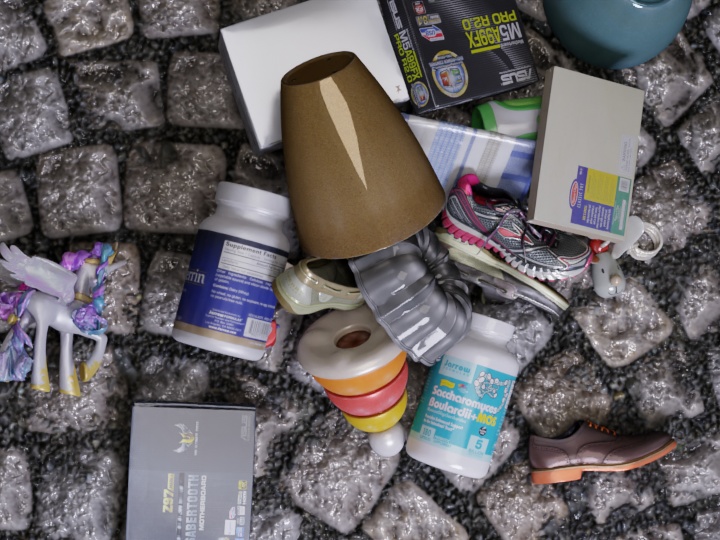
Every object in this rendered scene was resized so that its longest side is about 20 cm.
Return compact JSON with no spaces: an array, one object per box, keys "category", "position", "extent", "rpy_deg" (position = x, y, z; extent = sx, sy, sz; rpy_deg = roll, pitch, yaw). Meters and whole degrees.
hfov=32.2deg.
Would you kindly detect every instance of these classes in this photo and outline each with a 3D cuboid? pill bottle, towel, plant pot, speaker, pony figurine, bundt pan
[{"category":"pill bottle","position":[-0.150,0.000,1.513],"extent":[0.115,0.116,0.201],"rpy_deg":[15,86,-8]},{"category":"towel","position":[0.122,-0.131,1.603],"extent":[0.199,0.147,0.024],"rpy_deg":[10,45,-7]},{"category":"plant pot","position":[0.352,-0.373,1.627],"extent":[0.199,0.135,0.201],"rpy_deg":[0,90,-8]},{"category":"plant pot","position":[-0.018,-0.147,1.464],"extent":[0.186,0.186,0.201],"rpy_deg":[-25,115,-8]},{"category":"pill bottle","position":[0.136,0.157,1.603],"extent":[0.110,0.111,0.201],"rpy_deg":[17,87,-7]},{"category":"speaker","position":[0.250,-0.190,1.633],"extent":[0.199,0.088,0.089],"rpy_deg":[-8,90,-8]},{"category":"pony figurine","position":[-0.386,0.044,1.526],"extent":[0.193,0.166,0.201],"rpy_deg":[18,83,-40]},{"category":"bundt pan","position":[0.069,0.011,1.528],"extent":[0.076,0.202,0.202],"rpy_deg":[-33,94,19]}]

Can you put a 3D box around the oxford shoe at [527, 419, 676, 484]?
[{"category":"oxford shoe","position":[0.319,0.230,1.650],"extent":[0.199,0.071,0.073],"rpy_deg":[-10,86,-8]}]

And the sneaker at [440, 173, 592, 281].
[{"category":"sneaker","position":[0.199,-0.052,1.577],"extent":[0.199,0.081,0.075],"rpy_deg":[23,131,8]}]

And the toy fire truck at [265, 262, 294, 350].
[{"category":"toy fire truck","position":[-0.105,0.004,1.601],"extent":[0.140,0.049,0.201],"rpy_deg":[-2,89,-8]}]

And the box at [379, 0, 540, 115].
[{"category":"box","position":[0.129,-0.296,1.594],"extent":[0.200,0.044,0.161],"rpy_deg":[-18,91,-38]}]

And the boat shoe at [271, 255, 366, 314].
[{"category":"boat shoe","position":[-0.025,0.004,1.525],"extent":[0.063,0.200,0.073],"rpy_deg":[-43,69,32]}]

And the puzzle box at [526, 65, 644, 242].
[{"category":"puzzle box","position":[0.282,-0.144,1.566],"extent":[0.133,0.025,0.201],"rpy_deg":[13,80,-18]}]

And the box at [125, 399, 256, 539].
[{"category":"box","position":[-0.215,0.266,1.582],"extent":[0.157,0.051,0.201],"rpy_deg":[4,89,-7]}]

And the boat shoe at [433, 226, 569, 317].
[{"category":"boat shoe","position":[0.175,0.014,1.634],"extent":[0.200,0.072,0.066],"rpy_deg":[30,94,0]}]

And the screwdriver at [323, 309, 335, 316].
[{"category":"screwdriver","position":[0.000,0.000,1.622],"extent":[0.028,0.029,0.200],"rpy_deg":[29,92,-7]}]

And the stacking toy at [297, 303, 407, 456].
[{"category":"stacking toy","position":[0.012,0.153,1.587],"extent":[0.146,0.146,0.201],"rpy_deg":[-22,121,-8]}]

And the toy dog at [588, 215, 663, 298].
[{"category":"toy dog","position":[0.317,-0.069,1.638],"extent":[0.132,0.096,0.200],"rpy_deg":[-37,94,-6]}]

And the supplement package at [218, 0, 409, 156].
[{"category":"supplement package","position":[-0.062,-0.252,1.580],"extent":[0.199,0.111,0.156],"rpy_deg":[-19,92,-8]}]
